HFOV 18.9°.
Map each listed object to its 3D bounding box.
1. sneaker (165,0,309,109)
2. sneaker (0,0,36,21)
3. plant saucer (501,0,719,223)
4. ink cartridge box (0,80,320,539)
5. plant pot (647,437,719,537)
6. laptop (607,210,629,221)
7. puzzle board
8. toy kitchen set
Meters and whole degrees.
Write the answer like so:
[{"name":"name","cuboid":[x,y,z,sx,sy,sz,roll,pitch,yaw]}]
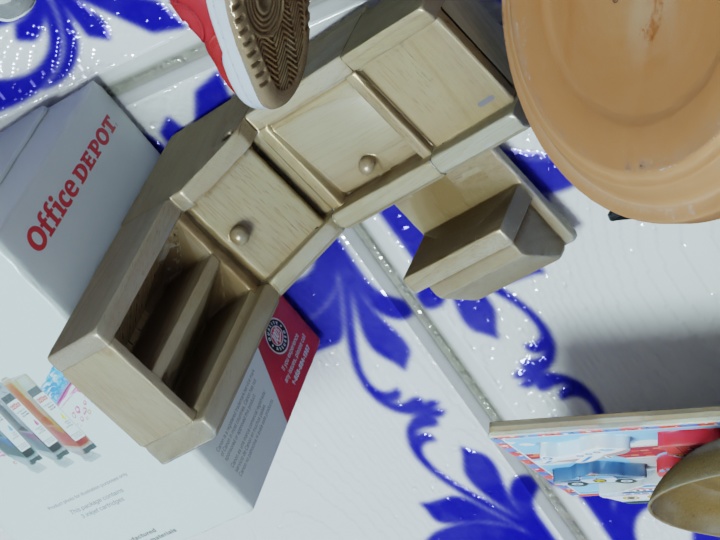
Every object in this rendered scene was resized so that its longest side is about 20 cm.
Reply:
[{"name":"sneaker","cuboid":[-0.099,-0.158,0.944,0.112,0.071,0.200,-5,120,27]},{"name":"sneaker","cuboid":[-0.195,-0.205,1.007,0.077,0.078,0.200,-15,123,17]},{"name":"plant saucer","cuboid":[0.125,-0.119,0.911,0.032,0.200,0.200,-3,144,-37]},{"name":"ink cartridge box","cuboid":[-0.149,0.035,1.136,0.145,0.145,0.200,-25,116,32]},{"name":"plant pot","cuboid":[0.241,0.104,1.057,0.200,0.028,0.200,2,162,1]},{"name":"laptop","cuboid":[0.246,-0.023,0.988,0.177,0.200,0.103,-28,78,33]},{"name":"puzzle board","cuboid":[0.183,0.096,1.108,0.200,0.017,0.151,-5,160,22]},{"name":"toy kitchen set","cuboid":[0.000,0.000,1.035,0.200,0.180,0.163,-29,115,38]}]
